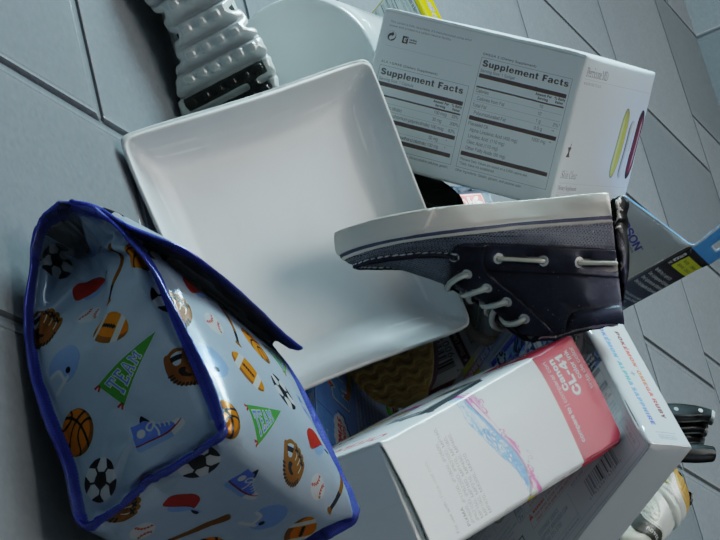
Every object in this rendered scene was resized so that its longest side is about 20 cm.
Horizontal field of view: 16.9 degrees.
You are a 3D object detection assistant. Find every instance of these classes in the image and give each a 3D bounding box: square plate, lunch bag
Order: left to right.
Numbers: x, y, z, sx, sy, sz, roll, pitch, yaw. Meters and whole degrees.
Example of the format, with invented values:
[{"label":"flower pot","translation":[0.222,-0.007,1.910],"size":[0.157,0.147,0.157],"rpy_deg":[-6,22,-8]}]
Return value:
[{"label":"lunch bag","translation":[-0.104,0.064,1.389],"size":[0.170,0.124,0.200],"rpy_deg":[42,17,-53]},{"label":"square plate","translation":[-0.044,-0.023,1.629],"size":[0.198,0.028,0.201],"rpy_deg":[-20,88,-28]}]

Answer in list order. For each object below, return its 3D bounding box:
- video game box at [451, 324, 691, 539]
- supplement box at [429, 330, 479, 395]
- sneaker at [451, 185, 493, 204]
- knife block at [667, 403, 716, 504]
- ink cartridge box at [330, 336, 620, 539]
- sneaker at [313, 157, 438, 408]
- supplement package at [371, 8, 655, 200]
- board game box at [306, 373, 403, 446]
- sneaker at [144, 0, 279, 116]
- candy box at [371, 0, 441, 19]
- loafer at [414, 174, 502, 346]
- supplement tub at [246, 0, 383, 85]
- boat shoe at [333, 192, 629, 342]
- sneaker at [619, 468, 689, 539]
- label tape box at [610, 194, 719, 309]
[{"label":"video game box","translation":[0.129,0.121,1.693],"size":[0.047,0.200,0.182],"rpy_deg":[6,42,-35]},{"label":"supplement box","translation":[0.063,0.035,1.888],"size":[0.111,0.085,0.200],"rpy_deg":[64,9,-2]},{"label":"sneaker","translation":[0.066,-0.048,2.046],"size":[0.200,0.084,0.075],"rpy_deg":[28,43,-63]},{"label":"knife block","translation":[0.185,0.134,1.919],"size":[0.200,0.175,0.064],"rpy_deg":[48,18,-42]},{"label":"ink cartridge box","translation":[0.049,0.129,1.578],"size":[0.200,0.147,0.086],"rpy_deg":[-23,89,-44]},{"label":"sneaker","translation":[0.000,0.000,1.723],"size":[0.201,0.075,0.090],"rpy_deg":[64,11,-7]},{"label":"supplement package","translation":[0.109,-0.115,1.767],"size":[0.200,0.155,0.111],"rpy_deg":[-4,108,-69]},{"label":"board game box","translation":[0.000,0.130,1.731],"size":[0.200,0.036,0.152],"rpy_deg":[53,22,-40]},{"label":"sneaker","translation":[-0.106,-0.165,1.723],"size":[0.081,0.075,0.201],"rpy_deg":[-80,149,-82]},{"label":"candy box","translation":[0.042,-0.151,2.007],"size":[0.026,0.102,0.200],"rpy_deg":[24,30,-36]},{"label":"loafer","translation":[0.050,-0.015,1.738],"size":[0.200,0.072,0.063],"rpy_deg":[47,-49,52]},{"label":"supplement tub","translation":[-0.011,-0.135,1.852],"size":[0.200,0.132,0.132],"rpy_deg":[5,64,-69]},{"label":"boat shoe","translation":[0.085,0.004,1.608],"size":[0.075,0.199,0.093],"rpy_deg":[103,-19,-84]},{"label":"sneaker","translation":[0.136,0.167,1.762],"size":[0.088,0.199,0.076],"rpy_deg":[-50,129,-37]},{"label":"label tape box","translation":[0.189,-0.009,1.817],"size":[0.066,0.200,0.143],"rpy_deg":[61,10,10]}]
